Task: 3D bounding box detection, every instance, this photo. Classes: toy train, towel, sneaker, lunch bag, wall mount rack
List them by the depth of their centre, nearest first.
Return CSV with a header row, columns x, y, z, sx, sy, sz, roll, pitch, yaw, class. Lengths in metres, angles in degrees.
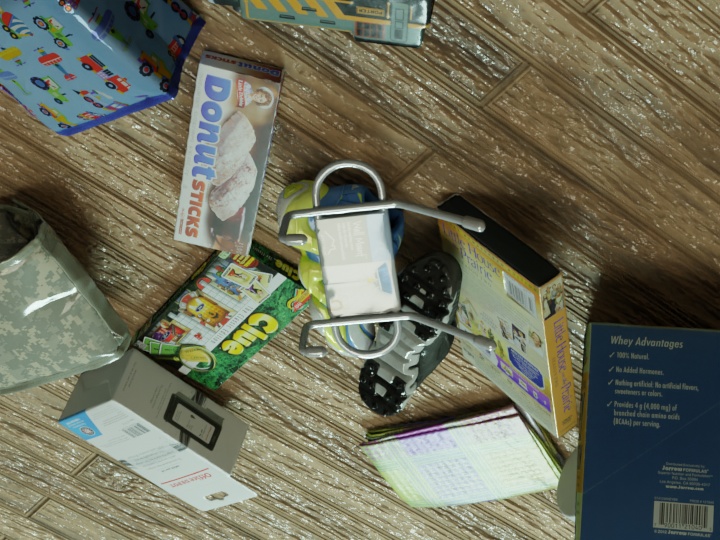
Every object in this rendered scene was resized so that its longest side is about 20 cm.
x,y,z,sx,sy,sz,roll,pitch,yaw,class
-0.029,-0.228,1.023,0.199,0.086,0.114,7,145,4,toy train
-0.254,-0.185,1.111,0.200,0.094,0.150,-19,132,39,lunch bag
0.025,0.005,1.170,0.173,0.075,0.201,-5,120,6,wall mount rack
0.000,0.000,1.248,0.105,0.076,0.200,-10,132,19,sneaker
0.057,0.046,1.281,0.066,0.090,0.200,34,133,15,sneaker
-0.332,0.025,1.308,0.199,0.118,0.164,-9,132,25,lunch bag
0.116,0.202,1.469,0.199,0.023,0.144,-15,131,25,towel

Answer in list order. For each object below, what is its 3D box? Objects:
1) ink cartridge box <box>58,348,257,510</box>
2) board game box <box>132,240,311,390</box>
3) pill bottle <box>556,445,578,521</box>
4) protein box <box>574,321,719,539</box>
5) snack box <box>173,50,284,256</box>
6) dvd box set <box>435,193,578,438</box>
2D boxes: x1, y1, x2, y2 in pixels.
x,y,z,sx,sy,sz,roll,pitch,yaw,class
-0.204,0.174,1.456,0.200,0.068,0.116,38,142,-25,ink cartridge box
-0.136,0.044,1.358,0.105,0.024,0.200,29,133,-20,board game box
0.311,0.252,1.416,0.200,0.113,0.113,29,133,-18,pill bottle
0.297,0.157,1.233,0.198,0.201,0.135,3,172,8,protein box
-0.118,-0.099,1.200,0.072,0.024,0.200,14,132,-2,snack box
0.133,0.042,1.232,0.029,0.146,0.200,-32,135,-18,dvd box set
